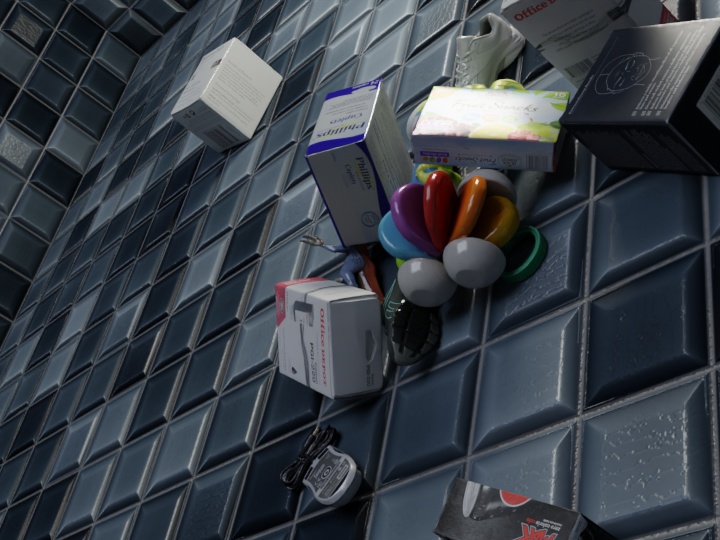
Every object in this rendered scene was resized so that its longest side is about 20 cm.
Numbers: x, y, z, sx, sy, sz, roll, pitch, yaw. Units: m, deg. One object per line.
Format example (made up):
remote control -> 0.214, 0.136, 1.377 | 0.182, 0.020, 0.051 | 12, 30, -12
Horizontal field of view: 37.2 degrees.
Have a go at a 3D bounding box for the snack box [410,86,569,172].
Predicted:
snack box -> 0.183, -0.200, 1.494 | 0.199, 0.053, 0.142 | 5, 38, 16

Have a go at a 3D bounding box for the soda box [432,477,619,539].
soda box -> 0.164, 0.271, 1.094 | 0.200, 0.063, 0.071 | 0, 58, 58

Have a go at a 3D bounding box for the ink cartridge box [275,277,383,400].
ink cartridge box -> -0.049, 0.096, 1.565 | 0.200, 0.084, 0.146 | 12, 107, 61

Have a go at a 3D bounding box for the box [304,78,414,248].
box -> 0.004, -0.172, 1.712 | 0.105, 0.184, 0.200 | -11, 34, 18

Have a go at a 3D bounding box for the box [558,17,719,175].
box -> 0.365, -0.207, 1.289 | 0.149, 0.107, 0.200 | -58, 27, -8

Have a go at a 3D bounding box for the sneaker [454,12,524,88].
sneaker -> 0.182, -0.335, 1.755 | 0.078, 0.099, 0.200 | 5, 62, 60

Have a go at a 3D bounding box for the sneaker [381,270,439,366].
sneaker -> 0.067, 0.068, 1.511 | 0.079, 0.075, 0.200 | -50, 16, 39

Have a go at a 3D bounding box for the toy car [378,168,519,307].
toy car -> 0.108, -0.062, 1.442 | 0.200, 0.150, 0.176 | -24, 39, 40

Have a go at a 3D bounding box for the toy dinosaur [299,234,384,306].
toy dinosaur -> 0.000, 0.000, 1.725 | 0.199, 0.105, 0.182 | 7, 48, 23

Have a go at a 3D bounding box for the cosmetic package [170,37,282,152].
cosmetic package -> -0.331, -0.432, 2.653 | 0.165, 0.165, 0.201 | -13, 47, 52

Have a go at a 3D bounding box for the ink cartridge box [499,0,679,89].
ink cartridge box -> 0.309, -0.338, 1.434 | 0.145, 0.200, 0.085 | -21, 41, 48

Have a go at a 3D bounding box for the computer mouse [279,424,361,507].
computer mouse -> -0.043, 0.279, 1.455 | 0.110, 0.044, 0.200 | -52, 20, -7

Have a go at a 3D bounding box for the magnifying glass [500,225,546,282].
magnifying glass -> 0.195, -0.043, 1.470 | 0.080, 0.022, 0.200 | -50, 25, 7

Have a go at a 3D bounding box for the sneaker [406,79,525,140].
sneaker -> 0.172, -0.229, 1.602 | 0.199, 0.076, 0.105 | -24, 38, -13

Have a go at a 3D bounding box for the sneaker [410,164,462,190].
sneaker -> 0.099, -0.150, 1.680 | 0.105, 0.076, 0.200 | -42, 29, 23
